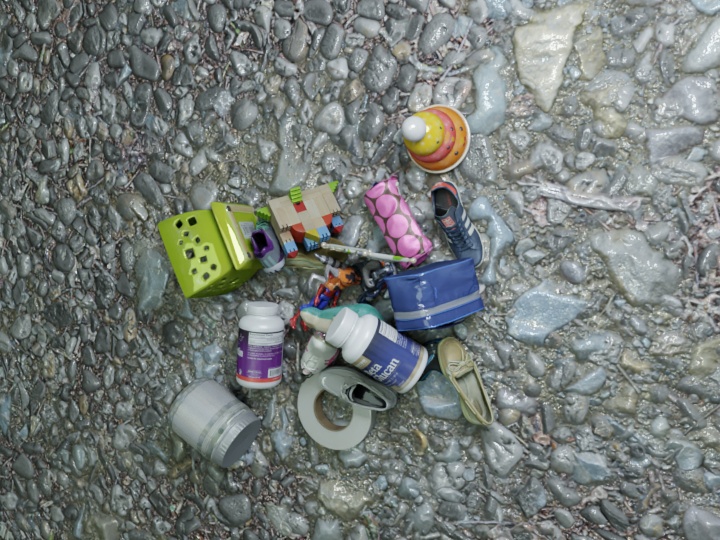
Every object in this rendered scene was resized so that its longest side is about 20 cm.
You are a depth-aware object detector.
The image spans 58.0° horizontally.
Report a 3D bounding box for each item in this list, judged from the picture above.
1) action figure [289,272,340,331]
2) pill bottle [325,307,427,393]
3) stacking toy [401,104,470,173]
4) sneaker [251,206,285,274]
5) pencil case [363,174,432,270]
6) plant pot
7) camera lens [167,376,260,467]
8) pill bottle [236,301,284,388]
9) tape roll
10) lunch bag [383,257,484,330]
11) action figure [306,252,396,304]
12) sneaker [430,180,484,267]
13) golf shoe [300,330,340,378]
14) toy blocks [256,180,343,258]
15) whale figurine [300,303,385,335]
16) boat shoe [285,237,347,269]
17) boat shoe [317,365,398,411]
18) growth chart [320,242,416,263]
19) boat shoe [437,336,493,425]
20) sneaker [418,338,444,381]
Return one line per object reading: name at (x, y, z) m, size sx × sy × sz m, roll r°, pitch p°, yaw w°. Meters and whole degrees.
action figure at (-0.088, 0.067, 1.540) m, size 0.200 × 0.065 × 0.052 m, roll -51°, pitch 44°, yaw 21°
pill bottle at (0.031, 0.162, 1.356) m, size 0.200 × 0.111 × 0.111 m, roll 32°, pitch 110°, yaw -11°
stacking toy at (0.133, -0.275, 1.327) m, size 0.145 × 0.200 × 0.147 m, roll 3°, pitch 97°, yaw 24°
sneaker at (-0.218, -0.091, 1.512) m, size 0.074 × 0.088 × 0.201 m, roll -24°, pitch 49°, yaw 12°
pencil case at (0.087, -0.106, 1.429) m, size 0.093 × 0.091 × 0.201 m, roll -32°, pitch 84°, yaw 24°
plant pot at (-0.336, -0.059, 1.572) m, size 0.181 × 0.200 × 0.200 m, roll -24°, pitch 85°, yaw 19°
camera lens at (-0.375, 0.380, 1.649) m, size 0.200 × 0.160 × 0.160 m, roll 32°, pitch 108°, yaw 18°
pill bottle at (-0.245, 0.181, 1.596) m, size 0.112 × 0.112 × 0.201 m, roll 7°, pitch 98°, yaw 24°
tape roll at (-0.059, 0.330, 1.568) m, size 0.202 × 0.037 × 0.204 m, roll 3°, pitch 97°, yaw 24°
lunch bag at (0.161, 0.055, 1.357) m, size 0.136 × 0.199 × 0.133 m, roll -7°, pitch 97°, yaw 56°
action figure at (0.000, 0.000, 1.433) m, size 0.200 × 0.193 × 0.105 m, roll 133°, pitch 130°, yaw -56°
sneaker at (0.198, -0.095, 1.379) m, size 0.075 × 0.084 × 0.201 m, roll -27°, pitch 84°, yaw 24°
golf shoe at (-0.095, 0.198, 1.482) m, size 0.072 × 0.200 × 0.092 m, roll 28°, pitch 70°, yaw 3°
toy blocks at (-0.117, -0.110, 1.477) m, size 0.137 × 0.199 × 0.100 m, roll 63°, pitch 158°, yaw 19°
whale figurine at (-0.035, 0.116, 1.484) m, size 0.199 × 0.159 × 0.104 m, roll 18°, pitch 72°, yaw 16°
boat shoe at (-0.118, -0.034, 1.540) m, size 0.200 × 0.063 × 0.073 m, roll -1°, pitch 56°, yaw 20°
boat shoe at (-0.014, 0.270, 1.486) m, size 0.199 × 0.065 × 0.074 m, roll 10°, pitch 99°, yaw 22°
growth chart at (0.008, -0.038, 1.397) m, size 0.200 × 0.144 × 0.018 m, roll 15°, pitch 96°, yaw 60°
boat shoe at (0.229, 0.237, 1.395) m, size 0.073 × 0.063 × 0.202 m, roll -20°, pitch 89°, yaw -20°
sneaker at (0.106, 0.218, 1.460) m, size 0.199 × 0.073 × 0.082 m, roll -20°, pitch 87°, yaw 25°
